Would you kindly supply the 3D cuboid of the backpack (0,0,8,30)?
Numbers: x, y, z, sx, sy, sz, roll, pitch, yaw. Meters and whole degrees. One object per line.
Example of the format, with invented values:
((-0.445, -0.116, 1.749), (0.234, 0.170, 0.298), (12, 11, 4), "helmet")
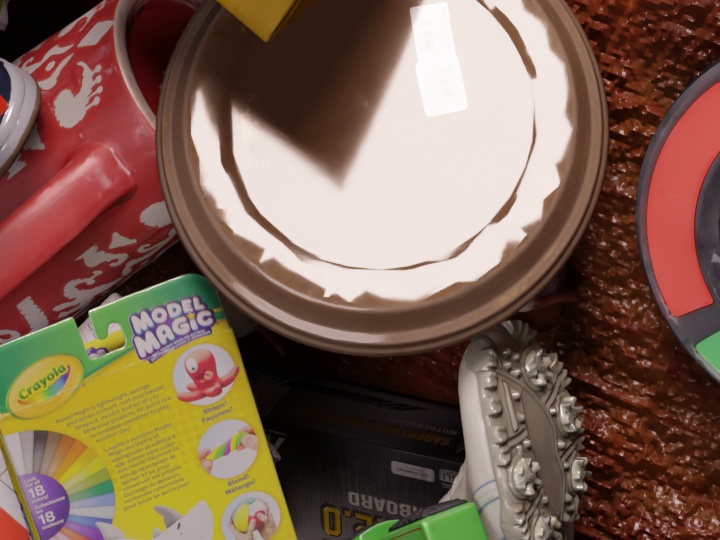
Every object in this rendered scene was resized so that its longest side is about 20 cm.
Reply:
((-0.222, -0.202, 0.944), (0.199, 0.183, 0.148), (25, 90, 18), "backpack")

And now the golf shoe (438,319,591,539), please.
((0.060, 0.116, 1.000), (0.097, 0.078, 0.201), (2, 117, 32), "golf shoe")

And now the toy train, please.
((0.009, 0.149, 1.023), (0.200, 0.042, 0.057), (-34, 75, 62), "toy train")

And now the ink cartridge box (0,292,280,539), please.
((-0.147, 0.121, 1.037), (0.200, 0.050, 0.109), (-45, 115, -1), "ink cartridge box")

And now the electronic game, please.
((0.214, -0.012, 0.923), (0.199, 0.042, 0.201), (13, 123, 21), "electronic game")

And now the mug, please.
((-0.142, -0.028, 1.030), (0.200, 0.178, 0.133), (-31, 135, 32), "mug")

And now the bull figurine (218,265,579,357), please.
((0.000, 0.000, 1.002), (0.199, 0.121, 0.066), (-2, 78, 13), "bull figurine")

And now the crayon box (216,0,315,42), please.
((-0.044, -0.172, 0.866), (0.127, 0.200, 0.051), (41, 128, 1), "crayon box")

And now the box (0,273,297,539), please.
((-0.098, 0.102, 0.995), (0.117, 0.048, 0.201), (-21, 117, -12), "box")

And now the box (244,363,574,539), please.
((0.011, 0.141, 1.114), (0.199, 0.048, 0.159), (12, 121, 22), "box")

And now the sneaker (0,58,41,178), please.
((-0.233, -0.091, 0.981), (0.108, 0.070, 0.200), (33, 169, -38), "sneaker")

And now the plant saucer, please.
((0.008, -0.064, 0.927), (0.199, 0.201, 0.029), (29, 170, 10), "plant saucer")

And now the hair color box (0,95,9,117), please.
((-0.252, -0.067, 0.917), (0.199, 0.061, 0.102), (-14, 124, 45), "hair color box")
